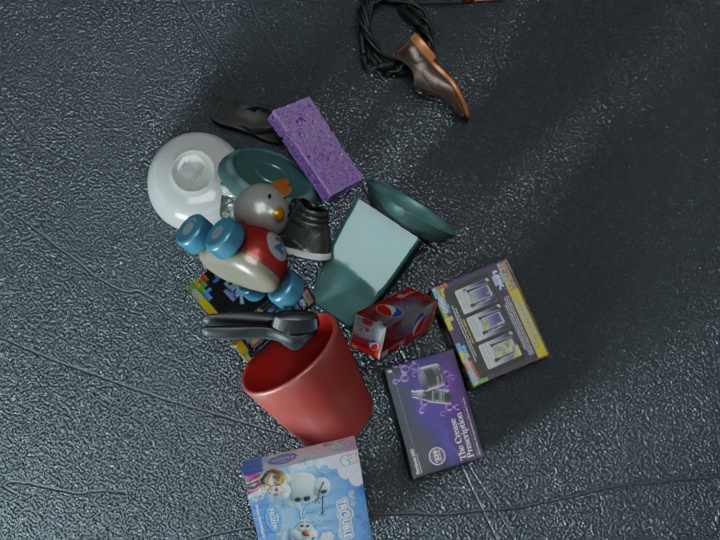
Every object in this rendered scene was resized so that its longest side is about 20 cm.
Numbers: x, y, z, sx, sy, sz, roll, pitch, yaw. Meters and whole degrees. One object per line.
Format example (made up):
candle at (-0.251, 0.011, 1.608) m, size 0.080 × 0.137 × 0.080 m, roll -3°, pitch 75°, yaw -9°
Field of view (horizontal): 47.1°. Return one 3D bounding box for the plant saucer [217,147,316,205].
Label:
plant saucer at (-0.171, -0.175, 1.561) m, size 0.196 × 0.028 × 0.202 m, roll 18°, pitch 34°, yaw -12°

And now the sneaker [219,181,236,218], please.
sneaker at (-0.181, -0.112, 1.587) m, size 0.196 × 0.078 × 0.093 m, roll 13°, pitch 105°, yaw -17°

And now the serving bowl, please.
serving bowl at (-0.320, -0.181, 1.601) m, size 0.195 × 0.066 × 0.205 m, roll 1°, pitch 75°, yaw -2°

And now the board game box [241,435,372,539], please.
board game box at (-0.088, 0.396, 1.415) m, size 0.195 × 0.044 × 0.204 m, roll -12°, pitch 116°, yaw -7°

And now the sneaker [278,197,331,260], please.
sneaker at (-0.140, -0.086, 1.470) m, size 0.196 × 0.071 × 0.101 m, roll 11°, pitch 102°, yaw 13°

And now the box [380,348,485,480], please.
box at (0.130, 0.262, 1.504) m, size 0.138 × 0.079 × 0.204 m, roll -16°, pitch 77°, yaw -4°

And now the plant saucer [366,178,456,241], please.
plant saucer at (0.089, -0.107, 1.551) m, size 0.198 × 0.200 × 0.036 m, roll 33°, pitch 103°, yaw 5°

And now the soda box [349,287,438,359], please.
soda box at (0.062, 0.092, 1.480) m, size 0.069 × 0.199 × 0.065 m, roll 22°, pitch 112°, yaw 27°

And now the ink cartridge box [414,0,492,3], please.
ink cartridge box at (0.207, -0.629, 1.752) m, size 0.195 × 0.050 × 0.111 m, roll -3°, pitch 75°, yaw -3°

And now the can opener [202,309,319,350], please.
can opener at (-0.165, 0.089, 1.375) m, size 0.195 × 0.080 × 0.064 m, roll 1°, pitch 33°, yaw 0°

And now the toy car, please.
toy car at (-0.165, -0.074, 1.367) m, size 0.184 × 0.175 × 0.203 m, roll 41°, pitch 69°, yaw -38°

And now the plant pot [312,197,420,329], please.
plant pot at (0.000, 0.000, 1.535) m, size 0.140 × 0.141 × 0.202 m, roll 32°, pitch 84°, yaw 6°

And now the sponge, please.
sponge at (-0.086, -0.237, 1.608) m, size 0.111 × 0.030 × 0.202 m, roll -30°, pitch 84°, yaw -45°

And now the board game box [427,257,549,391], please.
board game box at (0.239, 0.101, 1.562) m, size 0.162 × 0.057 × 0.203 m, roll -20°, pitch 77°, yaw -10°

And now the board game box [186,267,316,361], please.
board game box at (-0.200, 0.044, 1.496) m, size 0.165 × 0.057 × 0.199 m, roll -41°, pitch 48°, yaw -11°

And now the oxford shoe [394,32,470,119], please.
oxford shoe at (0.147, -0.379, 1.675) m, size 0.073 × 0.071 × 0.201 m, roll -38°, pitch 93°, yaw 7°

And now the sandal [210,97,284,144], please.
sandal at (-0.204, -0.300, 1.648) m, size 0.196 × 0.043 × 0.078 m, roll 8°, pitch 74°, yaw -1°

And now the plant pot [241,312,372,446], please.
plant pot at (-0.080, 0.203, 1.438) m, size 0.200 × 0.200 × 0.179 m, roll -41°, pitch 115°, yaw -12°

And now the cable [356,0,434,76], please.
cable at (0.072, -0.503, 1.712) m, size 0.159 × 0.051 × 0.204 m, roll -4°, pitch 75°, yaw -4°
